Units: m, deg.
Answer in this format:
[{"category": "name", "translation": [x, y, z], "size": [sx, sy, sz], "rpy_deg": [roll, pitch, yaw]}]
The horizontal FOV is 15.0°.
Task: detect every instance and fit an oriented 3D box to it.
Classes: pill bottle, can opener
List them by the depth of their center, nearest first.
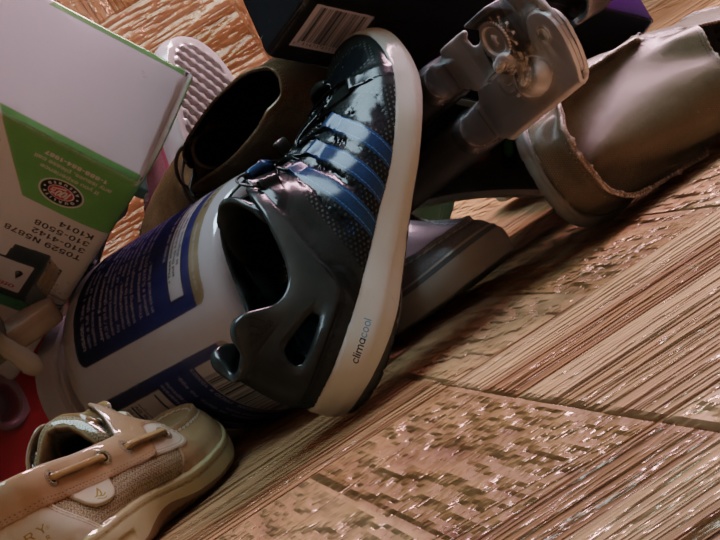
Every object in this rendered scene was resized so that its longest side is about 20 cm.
[{"category": "can opener", "translation": [0.056, -0.081, 1.264], "size": [0.067, 0.053, 0.200], "rpy_deg": [-34, -2, -31]}, {"category": "pill bottle", "translation": [-0.078, 0.029, 1.353], "size": [0.111, 0.111, 0.200], "rpy_deg": [-35, 5, -40]}]

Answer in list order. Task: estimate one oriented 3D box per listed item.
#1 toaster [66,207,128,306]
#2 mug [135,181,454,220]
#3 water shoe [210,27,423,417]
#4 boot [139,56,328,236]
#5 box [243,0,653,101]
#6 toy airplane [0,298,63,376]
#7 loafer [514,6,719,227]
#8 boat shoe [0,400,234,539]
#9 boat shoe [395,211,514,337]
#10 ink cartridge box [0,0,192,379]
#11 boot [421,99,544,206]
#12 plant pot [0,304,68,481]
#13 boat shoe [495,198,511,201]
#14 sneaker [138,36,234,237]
[{"category": "toaster", "translation": [-0.195, -0.059, 1.513], "size": [0.200, 0.129, 0.114], "rpy_deg": [103, 180, -65]}, {"category": "mug", "translation": [-0.038, -0.041, 1.601], "size": [0.185, 0.152, 0.114], "rpy_deg": [-28, 7, 13]}, {"category": "water shoe", "translation": [-0.021, -0.034, 1.207], "size": [0.072, 0.079, 0.201], "rpy_deg": [126, 154, -50]}, {"category": "boot", "translation": [-0.071, -0.054, 1.378], "size": [0.075, 0.074, 0.200], "rpy_deg": [-17, -19, -41]}, {"category": "box", "translation": [0.027, -0.162, 1.347], "size": [0.200, 0.141, 0.079], "rpy_deg": [9, -50, -39]}, {"category": "toy airplane", "translation": [-0.251, 0.086, 1.308], "size": [0.198, 0.141, 0.200], "rpy_deg": [-11, 34, 20]}, {"category": "loafer", "translation": [0.143, -0.085, 1.299], "size": [0.070, 0.075, 0.200], "rpy_deg": [-33, 3, 43]}, {"category": "boat shoe", "translation": [-0.112, 0.088, 1.219], "size": [0.071, 0.065, 0.200], "rpy_deg": [-31, 4, 17]}, {"category": "boat shoe", "translation": [0.000, 0.000, 1.387], "size": [0.070, 0.072, 0.201], "rpy_deg": [-34, 5, -34]}, {"category": "ink cartridge box", "translation": [-0.192, -0.050, 1.363], "size": [0.200, 0.146, 0.084], "rpy_deg": [-53, 14, 50]}, {"category": "boot", "translation": [0.041, -0.068, 1.471], "size": [0.199, 0.073, 0.144], "rpy_deg": [5, 2, -2]}, {"category": "plant pot", "translation": [-0.250, 0.084, 1.515], "size": [0.177, 0.201, 0.200], "rpy_deg": [-16, 14, 39]}, {"category": "boat shoe", "translation": [0.115, -0.087, 1.651], "size": [0.066, 0.075, 0.199], "rpy_deg": [-5, -11, -6]}, {"category": "sneaker", "translation": [-0.102, -0.022, 1.521], "size": [0.104, 0.201, 0.075], "rpy_deg": [-24, -12, 33]}]
